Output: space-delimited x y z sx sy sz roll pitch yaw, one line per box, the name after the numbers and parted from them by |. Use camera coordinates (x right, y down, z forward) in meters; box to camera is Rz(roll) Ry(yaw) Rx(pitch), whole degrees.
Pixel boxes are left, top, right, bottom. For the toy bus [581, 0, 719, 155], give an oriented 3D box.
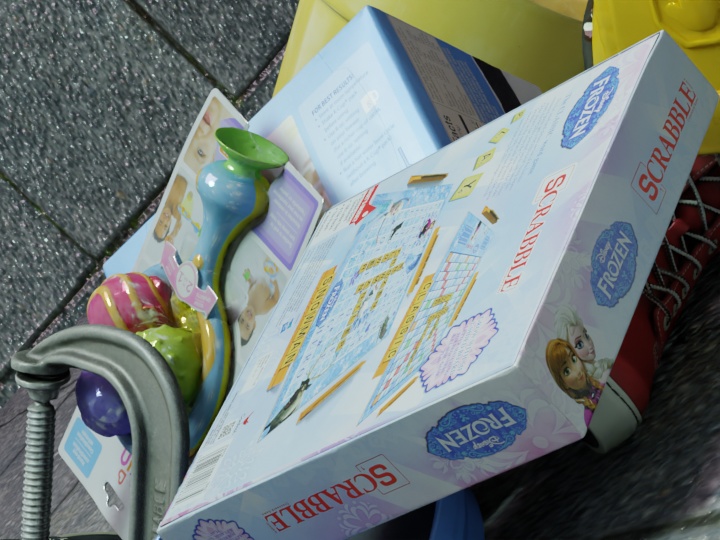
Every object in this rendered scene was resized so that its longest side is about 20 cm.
0.158 -0.168 1.207 0.135 0.192 0.200 -8 27 28 | toy bus

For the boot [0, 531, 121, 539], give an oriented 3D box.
-0.177 0.175 1.509 0.203 0.074 0.154 -5 -8 -15 | boot

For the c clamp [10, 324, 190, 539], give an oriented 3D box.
-0.135 0.114 1.302 0.171 0.027 0.201 24 112 46 | c clamp

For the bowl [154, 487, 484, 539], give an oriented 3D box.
-0.031 0.144 1.155 0.200 0.039 0.201 -35 30 24 | bowl

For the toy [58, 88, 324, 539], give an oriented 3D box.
-0.093 0.026 1.306 0.115 0.047 0.200 46 115 48 | toy

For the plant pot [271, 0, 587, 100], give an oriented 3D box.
0.033 -0.118 1.774 0.189 0.200 0.201 -62 5 15 | plant pot

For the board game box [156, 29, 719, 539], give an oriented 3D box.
0.032 0.016 1.121 0.199 0.041 0.200 -27 26 41 | board game box

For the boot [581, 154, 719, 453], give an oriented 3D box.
0.119 -0.003 1.183 0.144 0.072 0.200 -42 8 5 | boot

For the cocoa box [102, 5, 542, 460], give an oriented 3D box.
0.000 0.000 1.362 0.200 0.131 0.134 -43 50 23 | cocoa box
